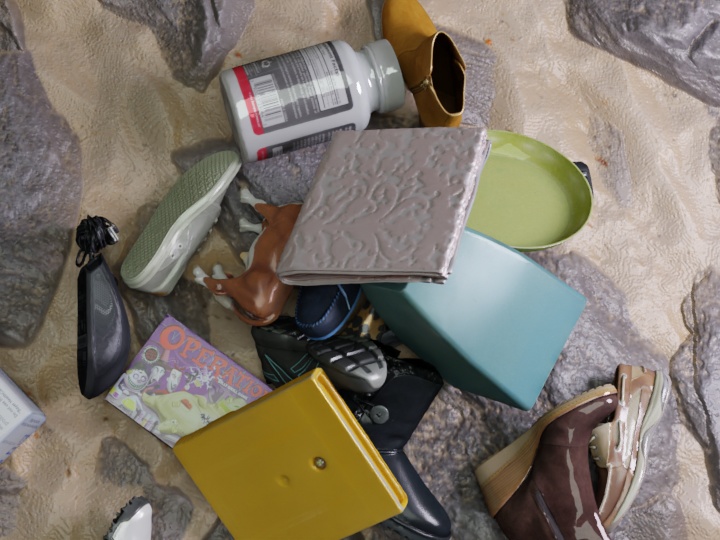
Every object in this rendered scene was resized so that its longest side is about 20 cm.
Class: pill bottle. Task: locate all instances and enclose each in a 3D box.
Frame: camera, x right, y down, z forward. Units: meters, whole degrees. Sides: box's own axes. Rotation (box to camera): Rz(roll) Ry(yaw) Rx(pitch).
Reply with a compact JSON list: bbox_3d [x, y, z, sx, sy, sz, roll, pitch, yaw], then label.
[{"bbox_3d":[-0.054,-0.201,1.310,0.199,0.111,0.111,-17,82,-8],"label":"pill bottle"}]

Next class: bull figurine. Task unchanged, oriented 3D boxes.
[{"bbox_3d":[-0.097,-0.028,1.285,0.121,0.065,0.200,18,57,18],"label":"bull figurine"}]

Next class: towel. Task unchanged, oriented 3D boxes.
[{"bbox_3d":[0.026,-0.068,1.171,0.190,0.032,0.200,1,52,26],"label":"towel"}]

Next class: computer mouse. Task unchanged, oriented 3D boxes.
[{"bbox_3d":[-0.280,0.041,1.251,0.053,0.138,0.201,1,88,-23],"label":"computer mouse"}]

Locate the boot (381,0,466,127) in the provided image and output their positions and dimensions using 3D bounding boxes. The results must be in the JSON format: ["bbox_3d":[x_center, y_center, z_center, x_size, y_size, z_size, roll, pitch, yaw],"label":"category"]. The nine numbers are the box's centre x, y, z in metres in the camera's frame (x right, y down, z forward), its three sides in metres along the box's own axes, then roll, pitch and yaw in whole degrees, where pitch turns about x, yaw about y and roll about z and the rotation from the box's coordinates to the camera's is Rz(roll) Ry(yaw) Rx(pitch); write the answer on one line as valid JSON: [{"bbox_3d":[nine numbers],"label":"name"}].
[{"bbox_3d":[0.080,-0.255,1.315,0.071,0.144,0.202,-14,81,-8],"label":"boot"}]

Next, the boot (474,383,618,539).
[{"bbox_3d":[0.239,0.240,1.251,0.200,0.072,0.167,-40,70,17],"label":"boot"}]

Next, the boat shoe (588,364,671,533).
[{"bbox_3d":[0.291,0.200,1.296,0.072,0.076,0.201,21,72,6],"label":"boat shoe"}]

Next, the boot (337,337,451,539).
[{"bbox_3d":[0.048,0.187,1.247,0.200,0.076,0.168,32,98,7],"label":"boot"}]

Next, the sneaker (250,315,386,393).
[{"bbox_3d":[-0.043,0.106,1.232,0.075,0.200,0.080,-10,108,-38],"label":"sneaker"}]

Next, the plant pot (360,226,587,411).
[{"bbox_3d":[0.108,0.031,1.228,0.200,0.141,0.142,37,77,-29],"label":"plant pot"}]

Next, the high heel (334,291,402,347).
[{"bbox_3d":[0.000,0.000,1.297,0.142,0.071,0.201,-20,91,-15],"label":"high heel"}]

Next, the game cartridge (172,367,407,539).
[{"bbox_3d":[-0.077,0.216,1.209,0.200,0.032,0.177,-28,101,26],"label":"game cartridge"}]

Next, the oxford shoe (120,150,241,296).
[{"bbox_3d":[-0.198,-0.053,1.301,0.058,0.075,0.200,48,65,-38],"label":"oxford shoe"}]

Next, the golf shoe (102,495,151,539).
[{"bbox_3d":[-0.238,0.343,1.209,0.094,0.078,0.201,14,89,13],"label":"golf shoe"}]

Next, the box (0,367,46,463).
[{"bbox_3d":[-0.475,0.158,1.209,0.200,0.105,0.184,-44,87,-11],"label":"box"}]

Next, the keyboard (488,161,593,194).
[{"bbox_3d":[0.183,-0.078,1.347,0.199,0.040,0.105,-5,80,-5],"label":"keyboard"}]

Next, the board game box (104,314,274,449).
[{"bbox_3d":[-0.172,0.155,1.279,0.200,0.032,0.120,35,75,1],"label":"board game box"}]

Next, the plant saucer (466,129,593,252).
[{"bbox_3d":[0.166,-0.087,1.305,0.199,0.031,0.200,5,46,-6],"label":"plant saucer"}]

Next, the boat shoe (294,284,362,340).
[{"bbox_3d":[-0.035,-0.023,1.233,0.084,0.069,0.201,-2,56,26],"label":"boat shoe"}]
